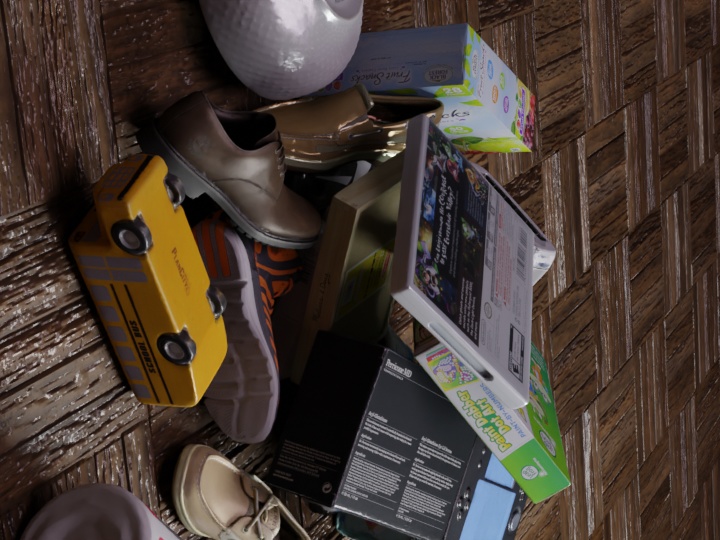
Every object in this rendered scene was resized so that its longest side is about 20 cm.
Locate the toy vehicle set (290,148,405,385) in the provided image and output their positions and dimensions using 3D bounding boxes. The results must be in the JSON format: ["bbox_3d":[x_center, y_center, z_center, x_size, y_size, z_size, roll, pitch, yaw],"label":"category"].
[{"bbox_3d":[0.000,0.000,1.472,0.124,0.026,0.200,-35,147,-49],"label":"toy vehicle set"}]

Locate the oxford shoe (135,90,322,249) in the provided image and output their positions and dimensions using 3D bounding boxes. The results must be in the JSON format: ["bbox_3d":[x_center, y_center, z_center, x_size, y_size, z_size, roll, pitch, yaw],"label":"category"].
[{"bbox_3d":[-0.084,-0.079,1.335,0.200,0.084,0.073,35,18,-48],"label":"oxford shoe"}]

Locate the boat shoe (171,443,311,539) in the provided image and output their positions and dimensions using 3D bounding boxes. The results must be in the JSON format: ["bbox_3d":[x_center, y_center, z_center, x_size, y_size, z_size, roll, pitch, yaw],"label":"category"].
[{"bbox_3d":[-0.097,0.206,1.413,0.200,0.065,0.072,58,42,-52],"label":"boat shoe"}]

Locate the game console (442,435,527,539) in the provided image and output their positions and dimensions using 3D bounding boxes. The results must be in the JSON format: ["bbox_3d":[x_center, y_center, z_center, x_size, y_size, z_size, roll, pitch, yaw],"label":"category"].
[{"bbox_3d":[0.129,0.213,1.639,0.177,0.031,0.200,-67,154,-5],"label":"game console"}]

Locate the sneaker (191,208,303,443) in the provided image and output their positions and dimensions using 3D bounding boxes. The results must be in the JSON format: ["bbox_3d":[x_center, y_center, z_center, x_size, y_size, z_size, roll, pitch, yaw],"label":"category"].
[{"bbox_3d":[-0.086,0.040,1.412,0.112,0.077,0.200,-32,121,-60],"label":"sneaker"}]

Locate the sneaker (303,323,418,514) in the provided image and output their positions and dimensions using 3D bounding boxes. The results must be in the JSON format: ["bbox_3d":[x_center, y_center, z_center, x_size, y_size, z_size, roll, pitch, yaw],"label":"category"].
[{"bbox_3d":[-0.012,0.133,1.567,0.087,0.075,0.200,66,40,-53],"label":"sneaker"}]

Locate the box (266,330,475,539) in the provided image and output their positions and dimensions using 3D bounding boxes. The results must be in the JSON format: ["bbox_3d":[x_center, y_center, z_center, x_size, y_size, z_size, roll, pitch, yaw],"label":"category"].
[{"bbox_3d":[0.019,0.150,1.465,0.200,0.079,0.141,32,77,-55],"label":"box"}]

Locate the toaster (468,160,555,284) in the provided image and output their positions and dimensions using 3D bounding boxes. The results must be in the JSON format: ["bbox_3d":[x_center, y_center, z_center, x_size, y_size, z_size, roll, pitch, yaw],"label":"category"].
[{"bbox_3d":[0.103,-0.021,1.661,0.200,0.129,0.114,51,18,19],"label":"toaster"}]

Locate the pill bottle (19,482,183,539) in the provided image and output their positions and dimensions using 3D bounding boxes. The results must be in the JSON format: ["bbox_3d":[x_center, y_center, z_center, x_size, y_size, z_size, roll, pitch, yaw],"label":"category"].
[{"bbox_3d":[-0.162,0.247,1.223,0.200,0.111,0.111,57,42,-51],"label":"pill bottle"}]

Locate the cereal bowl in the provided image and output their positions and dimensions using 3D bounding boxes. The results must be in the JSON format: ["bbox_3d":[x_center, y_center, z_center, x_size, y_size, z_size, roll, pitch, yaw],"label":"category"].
[{"bbox_3d":[-0.055,-0.249,1.407,0.200,0.083,0.200,31,53,-55],"label":"cereal bowl"}]

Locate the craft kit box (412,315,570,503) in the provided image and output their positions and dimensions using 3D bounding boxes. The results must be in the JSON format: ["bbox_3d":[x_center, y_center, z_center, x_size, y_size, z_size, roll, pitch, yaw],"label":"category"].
[{"bbox_3d":[0.113,0.080,1.510,0.200,0.048,0.198,51,21,-27],"label":"craft kit box"}]

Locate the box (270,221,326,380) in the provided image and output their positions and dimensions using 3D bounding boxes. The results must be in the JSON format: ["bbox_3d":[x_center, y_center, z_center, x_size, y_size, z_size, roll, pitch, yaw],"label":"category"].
[{"bbox_3d":[-0.017,0.019,1.545,0.200,0.036,0.145,-12,128,-63],"label":"box"}]

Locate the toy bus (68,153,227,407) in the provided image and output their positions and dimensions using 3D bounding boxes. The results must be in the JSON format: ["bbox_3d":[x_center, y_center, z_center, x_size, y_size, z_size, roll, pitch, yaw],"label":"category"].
[{"bbox_3d":[-0.159,0.009,1.249,0.065,0.078,0.200,-60,144,-43],"label":"toy bus"}]

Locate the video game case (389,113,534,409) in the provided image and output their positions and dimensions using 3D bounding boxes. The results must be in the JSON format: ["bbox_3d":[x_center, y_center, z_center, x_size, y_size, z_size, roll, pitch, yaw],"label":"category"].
[{"bbox_3d":[0.091,-0.008,1.423,0.182,0.023,0.200,44,38,-35],"label":"video game case"}]

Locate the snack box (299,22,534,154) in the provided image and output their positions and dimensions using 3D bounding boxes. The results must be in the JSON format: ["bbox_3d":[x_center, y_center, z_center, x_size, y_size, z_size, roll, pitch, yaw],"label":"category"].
[{"bbox_3d":[0.058,-0.168,1.599,0.200,0.168,0.068,32,60,-61],"label":"snack box"}]

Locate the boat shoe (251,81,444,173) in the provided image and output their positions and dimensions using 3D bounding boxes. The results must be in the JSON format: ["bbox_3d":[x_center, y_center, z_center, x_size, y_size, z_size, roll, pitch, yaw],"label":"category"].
[{"bbox_3d":[-0.015,-0.136,1.468,0.200,0.072,0.076,-6,141,-36],"label":"boat shoe"}]

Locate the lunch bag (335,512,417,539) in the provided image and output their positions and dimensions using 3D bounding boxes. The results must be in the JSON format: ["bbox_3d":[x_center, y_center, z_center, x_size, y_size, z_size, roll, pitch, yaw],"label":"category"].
[{"bbox_3d":[0.077,0.186,1.690,0.170,0.122,0.200,-5,116,-65],"label":"lunch bag"}]

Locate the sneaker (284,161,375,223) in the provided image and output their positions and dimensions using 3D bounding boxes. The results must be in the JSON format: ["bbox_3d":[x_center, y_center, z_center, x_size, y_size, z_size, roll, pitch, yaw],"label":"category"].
[{"bbox_3d":[-0.023,-0.095,1.550,0.200,0.066,0.091,-28,120,-59],"label":"sneaker"}]
